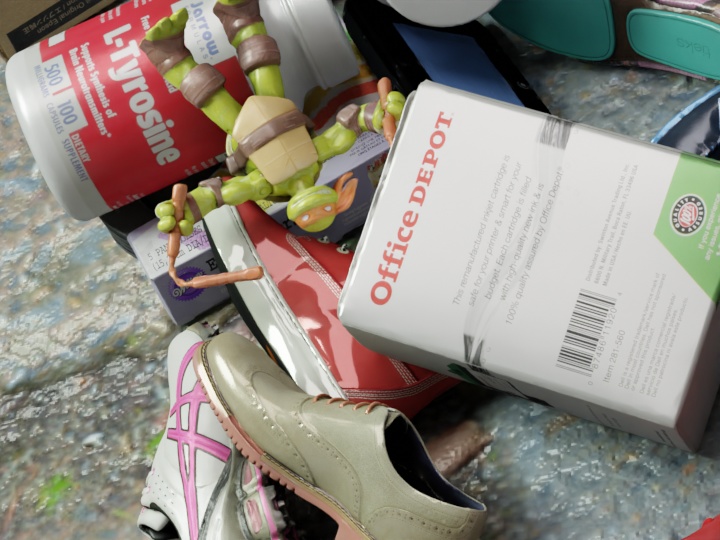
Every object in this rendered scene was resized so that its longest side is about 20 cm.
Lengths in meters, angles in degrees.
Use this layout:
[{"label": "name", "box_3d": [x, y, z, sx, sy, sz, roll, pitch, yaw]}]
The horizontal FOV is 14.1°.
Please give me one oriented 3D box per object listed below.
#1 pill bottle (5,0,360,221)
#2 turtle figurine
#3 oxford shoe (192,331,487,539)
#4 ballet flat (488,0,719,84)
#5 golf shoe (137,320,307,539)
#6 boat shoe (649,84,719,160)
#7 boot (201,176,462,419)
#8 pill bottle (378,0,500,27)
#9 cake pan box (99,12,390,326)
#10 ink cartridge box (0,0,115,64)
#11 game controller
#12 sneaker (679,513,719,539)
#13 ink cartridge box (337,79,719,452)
[{"label": "pill bottle", "box_3d": [-0.106, -0.118, 1.780, 0.199, 0.113, 0.113, -24, 43, 3]}, {"label": "turtle figurine", "box_3d": [-0.046, -0.087, 1.686, 0.199, 0.064, 0.162, -29, 80, -5]}, {"label": "oxford shoe", "box_3d": [-0.008, 0.092, 1.584, 0.200, 0.071, 0.074, 42, 114, 18]}, {"label": "ballet flat", "box_3d": [0.172, -0.163, 1.803, 0.199, 0.070, 0.071, 15, 39, 33]}, {"label": "golf shoe", "box_3d": [-0.092, 0.109, 1.653, 0.092, 0.073, 0.201, -23, 43, 5]}, {"label": "boat shoe", "box_3d": [0.181, -0.023, 1.660, 0.200, 0.084, 0.069, -48, 52, 1]}, {"label": "boot", "box_3d": [0.000, 0.000, 1.702, 0.144, 0.073, 0.200, -32, 61, -7]}, {"label": "pill bottle", "box_3d": [0.037, -0.228, 1.806, 0.119, 0.120, 0.200, -23, 27, 4]}, {"label": "cake pan box", "box_3d": [-0.073, -0.074, 1.840, 0.199, 0.052, 0.184, -29, 41, -2]}, {"label": "ink cartridge box", "box_3d": [-0.229, -0.257, 2.074, 0.164, 0.075, 0.200, -32, 44, -4]}, {"label": "game controller", "box_3d": [0.061, -0.113, 1.787, 0.104, 0.042, 0.200, 0, 35, -25]}, {"label": "sneaker", "box_3d": [0.215, 0.134, 1.494, 0.198, 0.079, 0.116, -9, 36, 1]}, {"label": "ink cartridge box", "box_3d": [0.106, -0.003, 1.587, 0.199, 0.084, 0.147, 17, 81, 18]}]
